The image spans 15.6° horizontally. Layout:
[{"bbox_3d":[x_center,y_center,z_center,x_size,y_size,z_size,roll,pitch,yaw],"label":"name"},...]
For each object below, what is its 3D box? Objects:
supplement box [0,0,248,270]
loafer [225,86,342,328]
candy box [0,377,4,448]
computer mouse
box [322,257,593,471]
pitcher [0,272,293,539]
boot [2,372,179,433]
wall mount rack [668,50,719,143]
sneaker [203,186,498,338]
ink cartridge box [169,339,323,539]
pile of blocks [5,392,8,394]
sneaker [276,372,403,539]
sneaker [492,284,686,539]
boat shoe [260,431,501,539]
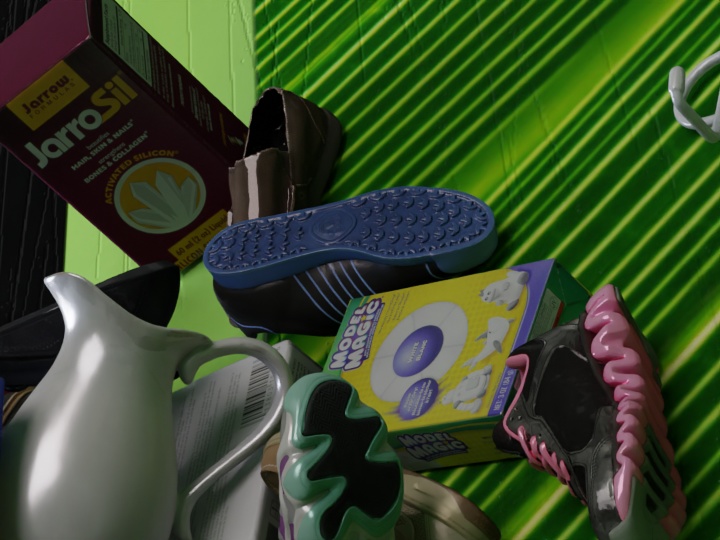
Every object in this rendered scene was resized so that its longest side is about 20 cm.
[{"bbox_3d":[-0.170,-0.099,1.883,0.110,0.200,0.086,-36,34,18],"label":"supplement box"},{"bbox_3d":[-0.070,-0.047,1.830,0.073,0.071,0.201,-23,39,34],"label":"loafer"},{"bbox_3d":[-0.289,0.159,1.611,0.200,0.077,0.170,-25,60,57],"label":"candy box"},{"bbox_3d":[-0.202,0.055,1.716,0.199,0.053,0.139,-24,-6,-2],"label":"computer mouse"},{"bbox_3d":[0.041,0.063,1.604,0.199,0.048,0.118,-14,44,44],"label":"box"},{"bbox_3d":[-0.142,0.121,1.621,0.121,0.170,0.201,122,164,-82],"label":"pitcher"},{"bbox_3d":[-0.202,0.140,1.702,0.138,0.078,0.201,-18,40,31],"label":"boot"},{"bbox_3d":[0.257,-0.169,1.564,0.199,0.075,0.175,-19,42,37],"label":"wall mount rack"},{"bbox_3d":[0.000,0.000,1.709,0.199,0.078,0.070,-6,44,19],"label":"sneaker"},{"bbox_3d":[-0.111,0.158,1.687,0.173,0.044,0.201,-25,39,34],"label":"ink cartridge box"},{"bbox_3d":[-0.224,0.086,1.856,0.082,0.062,0.201,-23,32,40],"label":"pile of blocks"},{"bbox_3d":[-0.034,0.161,1.478,0.077,0.201,0.140,-14,1,-38],"label":"sneaker"},{"bbox_3d":[0.120,0.093,1.434,0.095,0.079,0.200,-21,30,12],"label":"sneaker"},{"bbox_3d":[-0.004,0.145,1.544,0.200,0.071,0.065,14,65,54],"label":"boat shoe"}]
